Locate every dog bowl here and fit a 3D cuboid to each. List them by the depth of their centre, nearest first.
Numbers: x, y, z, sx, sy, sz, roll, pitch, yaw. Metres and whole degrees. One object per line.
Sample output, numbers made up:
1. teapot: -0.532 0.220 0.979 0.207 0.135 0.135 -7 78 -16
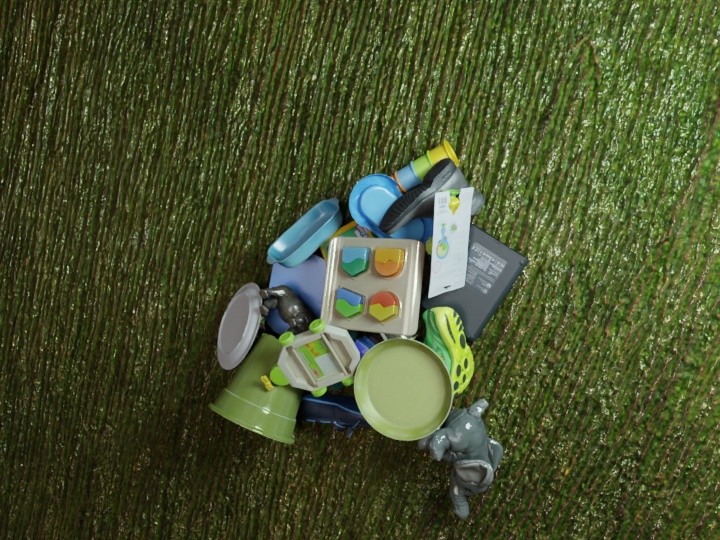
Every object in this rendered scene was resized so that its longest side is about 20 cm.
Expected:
1. dog bowl: 0.060 -0.111 1.330 0.200 0.050 0.112 39 92 -18

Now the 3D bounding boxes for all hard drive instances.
1. hard drive: 0.225 0.025 1.329 0.139 0.033 0.200 35 104 15

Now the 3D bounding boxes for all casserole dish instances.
1. casserole dish: -0.113 -0.074 1.397 0.200 0.121 0.039 -43 117 -8

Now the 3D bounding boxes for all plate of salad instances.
1. plate of salad: -0.263 0.125 1.470 0.200 0.048 0.200 -34 45 42

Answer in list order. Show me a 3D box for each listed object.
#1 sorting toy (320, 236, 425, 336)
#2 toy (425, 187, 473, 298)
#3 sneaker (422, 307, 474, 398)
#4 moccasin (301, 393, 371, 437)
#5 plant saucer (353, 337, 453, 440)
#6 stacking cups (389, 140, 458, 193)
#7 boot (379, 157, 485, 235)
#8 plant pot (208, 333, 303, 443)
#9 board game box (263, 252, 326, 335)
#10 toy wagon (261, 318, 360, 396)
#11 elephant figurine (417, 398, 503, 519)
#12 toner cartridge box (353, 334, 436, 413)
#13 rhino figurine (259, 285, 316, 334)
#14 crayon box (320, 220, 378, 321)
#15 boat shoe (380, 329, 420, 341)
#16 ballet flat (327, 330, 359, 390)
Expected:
1. sorting toy: 0.020 0.027 1.286 0.200 0.036 0.185 4 84 23
2. toy: 0.160 -0.058 1.261 0.047 0.115 0.200 22 116 41
3. sneaker: 0.173 0.162 1.332 0.084 0.074 0.200 8 116 49
4. moccasin: -0.036 0.313 1.427 0.200 0.080 0.068 6 99 34
5. plant saucer: 0.086 0.230 1.293 0.200 0.031 0.200 1 92 20
6. stacking cups: 0.100 -0.196 1.355 0.200 0.060 0.061 -25 84 22
7. boot: 0.145 -0.109 1.291 0.200 0.070 0.132 -41 115 5
8. plant pot: -0.197 0.243 1.421 0.200 0.200 0.190 20 80 18
9. board game box: -0.124 0.057 1.460 0.158 0.039 0.200 13 100 13
10. toy wagon: -0.105 0.183 1.320 0.200 0.040 0.155 -22 117 12
11. elephant figurine: 0.220 0.381 1.314 0.141 0.155 0.200 -36 91 -25
12. toner cartridge box: 0.074 0.210 1.362 0.200 0.095 0.043 35 104 15
13. rhino figurine: -0.129 0.109 1.400 0.200 0.087 0.060 47 122 8
14. crayon box: 0.000 0.000 1.365 0.119 0.058 0.200 -27 64 16
15. boat shoe: 0.084 0.130 1.367 0.060 0.072 0.202 -45 74 22
16. ballet flat: -0.041 0.159 1.428 0.064 0.067 0.200 24 101 45
